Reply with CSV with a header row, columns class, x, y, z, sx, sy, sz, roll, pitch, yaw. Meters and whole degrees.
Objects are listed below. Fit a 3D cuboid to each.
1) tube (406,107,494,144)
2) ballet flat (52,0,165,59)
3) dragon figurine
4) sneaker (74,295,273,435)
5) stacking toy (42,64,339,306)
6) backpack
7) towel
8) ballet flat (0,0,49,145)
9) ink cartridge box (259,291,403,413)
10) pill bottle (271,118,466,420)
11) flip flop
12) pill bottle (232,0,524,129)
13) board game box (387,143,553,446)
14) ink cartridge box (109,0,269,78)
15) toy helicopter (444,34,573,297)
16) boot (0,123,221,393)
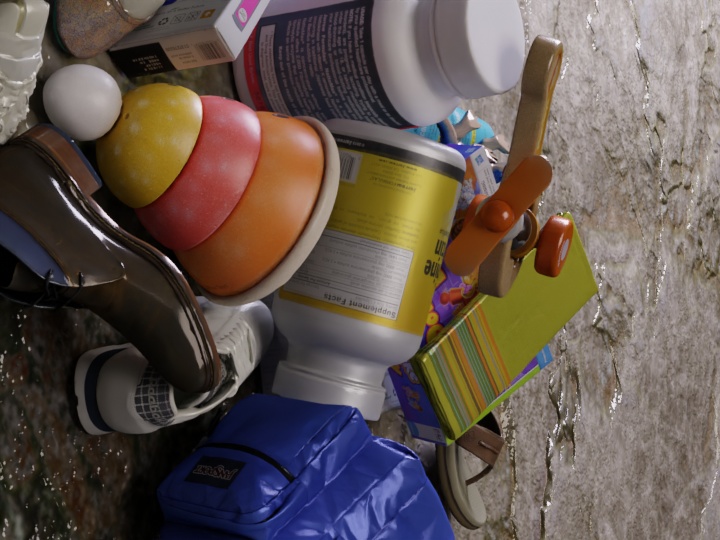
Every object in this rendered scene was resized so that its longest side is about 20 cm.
class,x,y,z,sx,sy,sz,roll,pitch,yaw
tube,0.040,-0.130,1.479,0.199,0.050,0.078,16,69,-50
ballet flat,-0.142,-0.221,1.178,0.068,0.067,0.201,58,41,-36
dragon figurine,0.072,-0.081,1.458,0.200,0.099,0.059,24,36,-58
sneaker,-0.107,0.065,1.183,0.200,0.080,0.077,-32,111,-56
stacking toy,-0.125,-0.078,1.155,0.200,0.146,0.147,32,58,-34
backpack,-0.065,0.193,1.164,0.200,0.162,0.168,-48,120,-34
towel,0.118,0.042,1.387,0.200,0.018,0.086,-43,125,-30
ballet flat,-0.222,-0.179,1.051,0.072,0.071,0.201,-6,91,-57
ink cartridge box,-0.016,0.018,1.365,0.198,0.043,0.201,-7,93,-58
pill bottle,0.000,0.000,1.235,0.112,0.112,0.201,16,89,-56
flip flop,0.093,0.131,1.476,0.081,0.057,0.201,-74,158,-71
pill bottle,0.015,-0.163,1.294,0.119,0.199,0.120,11,76,-56
board game box,0.070,0.019,1.381,0.134,0.045,0.201,-35,117,-32
ink cartridge box,-0.097,-0.217,1.223,0.037,0.094,0.201,57,42,-37
toy helicopter,0.114,-0.073,1.266,0.132,0.078,0.201,-41,144,-60
boot,-0.175,0.012,1.060,0.200,0.075,0.097,51,48,3
